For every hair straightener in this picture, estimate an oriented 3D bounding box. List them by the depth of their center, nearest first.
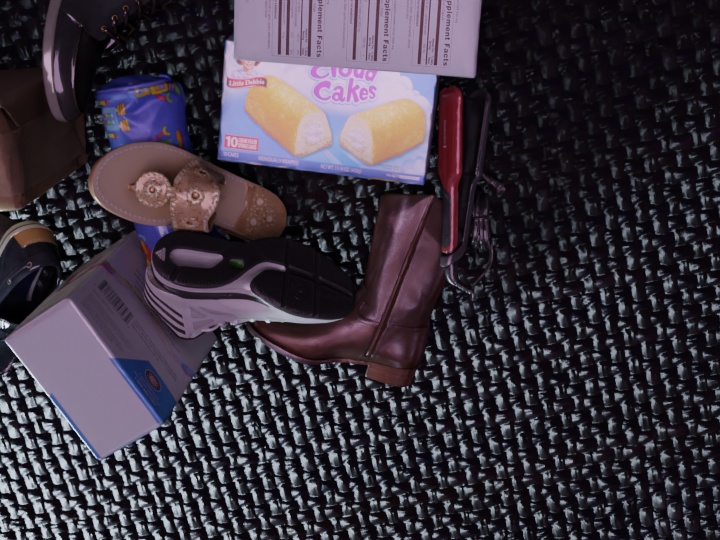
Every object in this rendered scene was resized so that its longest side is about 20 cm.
[{"bbox_3d":[0.112,-0.072,1.179,0.077,0.041,0.201,-2,91,-32],"label":"hair straightener"}]

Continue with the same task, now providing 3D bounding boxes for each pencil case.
[{"bbox_3d":[-0.190,-0.093,1.205,0.086,0.078,0.201,-16,106,-4],"label":"pencil case"}]

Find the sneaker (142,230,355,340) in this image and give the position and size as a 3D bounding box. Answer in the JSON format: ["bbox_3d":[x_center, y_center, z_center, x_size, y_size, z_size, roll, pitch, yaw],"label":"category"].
[{"bbox_3d":[-0.111,0.023,1.192,0.199,0.076,0.115,12,150,-17],"label":"sneaker"}]

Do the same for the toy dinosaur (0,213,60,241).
[{"bbox_3d":[-0.408,-0.027,1.254,0.199,0.077,0.103,-6,121,13],"label":"toy dinosaur"}]

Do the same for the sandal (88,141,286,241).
[{"bbox_3d":[-0.141,-0.070,1.153,0.211,0.069,0.078,15,84,-40],"label":"sandal"}]

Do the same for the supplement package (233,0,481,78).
[{"bbox_3d":[0.007,-0.260,1.067,0.199,0.191,0.148,5,110,4],"label":"supplement package"}]

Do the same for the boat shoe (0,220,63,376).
[{"bbox_3d":[-0.351,0.043,1.257,0.062,0.074,0.201,50,125,31],"label":"boat shoe"}]

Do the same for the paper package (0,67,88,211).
[{"bbox_3d":[-0.381,-0.121,1.158,0.199,0.191,0.104,-2,108,8],"label":"paper package"}]

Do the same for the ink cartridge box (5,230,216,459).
[{"bbox_3d":[-0.232,0.065,1.201,0.084,0.200,0.145,-31,102,19],"label":"ink cartridge box"}]

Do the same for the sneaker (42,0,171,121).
[{"bbox_3d":[-0.223,-0.230,1.137,0.106,0.075,0.201,9,85,2],"label":"sneaker"}]

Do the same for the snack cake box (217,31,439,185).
[{"bbox_3d":[-0.029,-0.155,1.173,0.199,0.067,0.116,7,110,4],"label":"snack cake box"}]

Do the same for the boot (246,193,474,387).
[{"bbox_3d":[0.000,0.000,1.224,0.185,0.064,0.201,15,111,-9],"label":"boot"}]
